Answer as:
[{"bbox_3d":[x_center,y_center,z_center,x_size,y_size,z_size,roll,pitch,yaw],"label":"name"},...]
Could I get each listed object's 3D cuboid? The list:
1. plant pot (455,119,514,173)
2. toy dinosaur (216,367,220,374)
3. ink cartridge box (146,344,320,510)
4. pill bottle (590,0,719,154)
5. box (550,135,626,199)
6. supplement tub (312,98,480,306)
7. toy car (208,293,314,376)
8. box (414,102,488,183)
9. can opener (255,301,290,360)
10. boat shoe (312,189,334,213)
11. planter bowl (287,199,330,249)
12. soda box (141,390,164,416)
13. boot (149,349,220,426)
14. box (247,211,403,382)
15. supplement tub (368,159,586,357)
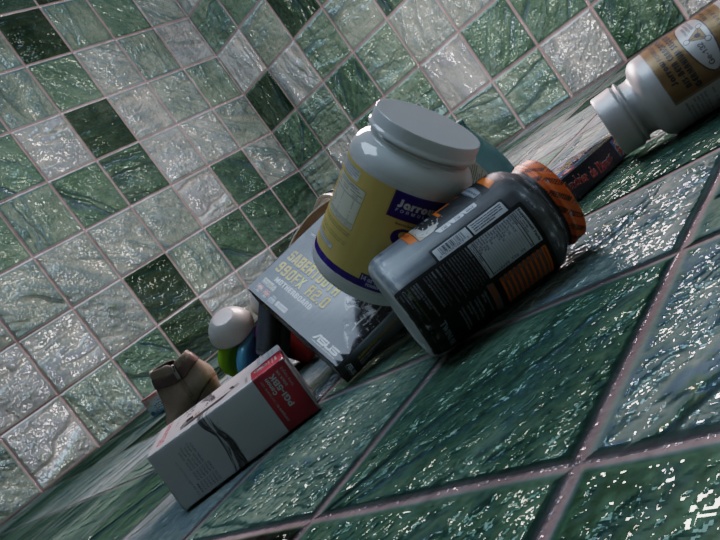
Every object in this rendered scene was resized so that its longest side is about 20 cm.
[{"bbox_3d":[0.173,-0.150,1.230,0.200,0.188,0.200,-36,5,3],"label":"plant pot"},{"bbox_3d":[-0.490,0.337,2.065,0.200,0.048,0.088,-37,19,-21],"label":"toy dinosaur"},{"bbox_3d":[-0.160,0.192,0.896,0.200,0.083,0.147,-36,6,-8],"label":"ink cartridge box"},{"bbox_3d":[0.408,-0.243,0.904,0.200,0.114,0.114,-34,5,24],"label":"pill bottle"},{"bbox_3d":[0.279,-0.113,1.017,0.200,0.038,0.137,-38,5,-24],"label":"box"},{"bbox_3d":[0.039,-0.077,0.799,0.145,0.145,0.200,-44,-20,-60],"label":"supplement tub"},{"bbox_3d":[-0.150,0.126,1.217,0.200,0.175,0.150,-36,41,-9],"label":"toy car"},{"bbox_3d":[0.099,-0.104,0.925,0.109,0.200,0.128,-43,7,25],"label":"box"},{"bbox_3d":[-0.139,0.107,1.025,0.067,0.200,0.053,-1,-6,42],"label":"can opener"},{"bbox_3d":[-0.058,-0.046,1.183,0.060,0.074,0.200,-36,-35,-55],"label":"boat shoe"},{"bbox_3d":[0.000,0.000,1.072,0.200,0.200,0.135,-35,-39,16],"label":"planter bowl"},{"bbox_3d":[-0.607,0.393,2.196,0.200,0.068,0.064,-31,7,45],"label":"soda box"},{"bbox_3d":[-0.347,0.246,1.320,0.200,0.146,0.070,-36,7,9],"label":"boot"},{"bbox_3d":[-0.031,0.029,0.931,0.158,0.200,0.048,-44,-37,-11],"label":"box"},{"bbox_3d":[0.118,-0.015,0.708,0.200,0.123,0.123,-36,5,-4],"label":"supplement tub"}]
